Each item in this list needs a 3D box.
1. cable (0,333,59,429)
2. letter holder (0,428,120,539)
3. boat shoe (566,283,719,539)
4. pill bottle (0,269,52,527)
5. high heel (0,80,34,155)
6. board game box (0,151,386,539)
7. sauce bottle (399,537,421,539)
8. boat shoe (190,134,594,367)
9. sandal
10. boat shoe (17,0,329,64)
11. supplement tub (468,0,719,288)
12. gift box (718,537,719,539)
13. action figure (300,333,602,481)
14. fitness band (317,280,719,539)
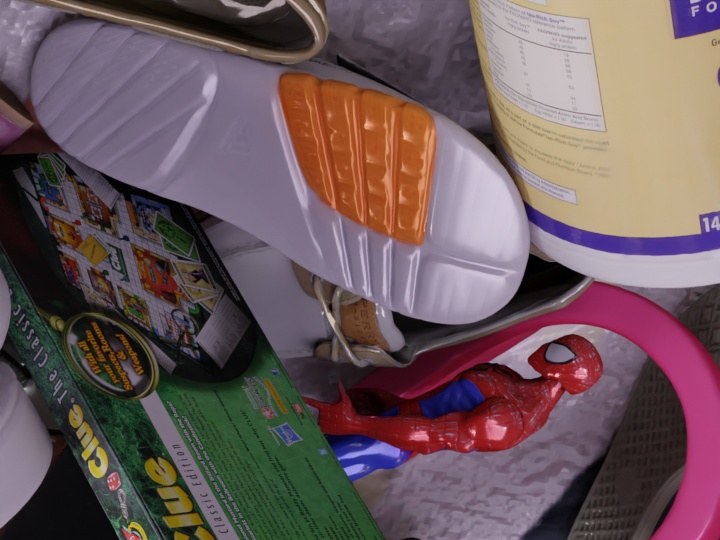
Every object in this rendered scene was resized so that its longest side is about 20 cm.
[{"bbox_3d":[-0.139,0.025,1.114,0.097,0.051,0.200,-21,142,29],"label":"cable"},{"bbox_3d":[-0.100,0.158,1.129,0.200,0.142,0.101,45,71,-23],"label":"letter holder"},{"bbox_3d":[0.151,0.078,1.244,0.062,0.075,0.201,9,127,-22],"label":"boat shoe"},{"bbox_3d":[-0.190,0.003,1.004,0.119,0.120,0.201,-25,116,6],"label":"pill bottle"},{"bbox_3d":[-0.217,-0.075,1.071,0.096,0.067,0.200,-45,134,7],"label":"high heel"},{"bbox_3d":[-0.075,0.036,1.077,0.104,0.201,0.023,0,140,-45],"label":"board game box"},{"bbox_3d":[-0.066,0.156,1.258,0.199,0.065,0.065,-13,125,-4],"label":"sauce bottle"},{"bbox_3d":[0.000,0.000,1.161,0.199,0.069,0.075,-18,128,3],"label":"boat shoe"},{"bbox_3d":[-0.025,-0.051,1.113,0.206,0.059,0.080,24,113,10],"label":"sandal"},{"bbox_3d":[-0.105,-0.125,1.059,0.200,0.063,0.073,19,118,-22],"label":"boat shoe"},{"bbox_3d":[0.109,-0.111,1.060,0.144,0.146,0.201,-14,126,-1],"label":"supplement tub"},{"bbox_3d":[0.252,0.179,1.229,0.199,0.185,0.187,-29,151,0],"label":"gift box"},{"bbox_3d":[0.005,0.067,1.165,0.199,0.065,0.052,-19,87,17],"label":"action figure"},{"bbox_3d":[0.062,0.090,1.194,0.199,0.144,0.037,-35,161,13],"label":"fitness band"}]
